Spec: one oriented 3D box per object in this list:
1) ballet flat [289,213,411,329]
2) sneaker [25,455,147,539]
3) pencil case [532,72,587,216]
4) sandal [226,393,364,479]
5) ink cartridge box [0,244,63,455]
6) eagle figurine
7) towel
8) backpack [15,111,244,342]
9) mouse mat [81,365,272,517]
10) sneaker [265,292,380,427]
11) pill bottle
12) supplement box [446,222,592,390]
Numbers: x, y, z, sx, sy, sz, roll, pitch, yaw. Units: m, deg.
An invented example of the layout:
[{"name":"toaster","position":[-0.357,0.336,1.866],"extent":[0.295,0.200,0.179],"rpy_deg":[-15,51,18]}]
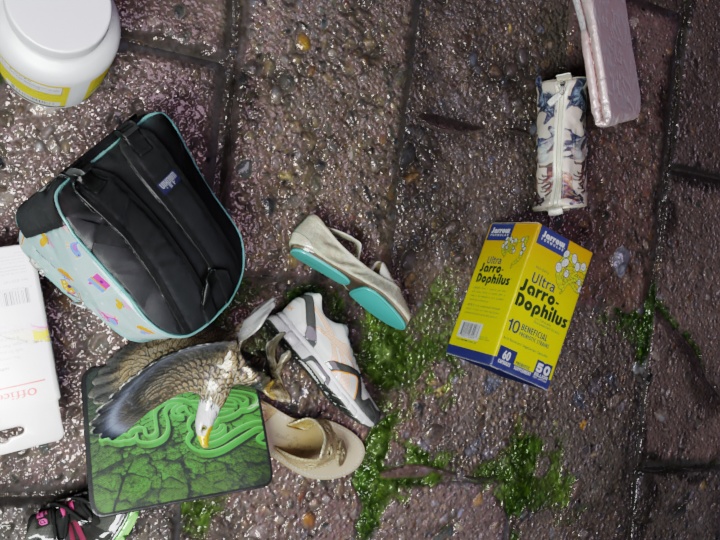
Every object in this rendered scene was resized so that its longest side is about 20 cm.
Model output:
[{"name":"ballet flat","position":[0.000,0.000,0.873],"extent":[0.200,0.067,0.063],"rpy_deg":[37,68,-24]},{"name":"sneaker","position":[-0.304,0.274,0.733],"extent":[0.084,0.077,0.200],"rpy_deg":[46,73,-25]},{"name":"pencil case","position":[0.288,-0.178,0.992],"extent":[0.089,0.077,0.202],"rpy_deg":[-5,96,-58]},{"name":"sandal","position":[-0.071,0.214,0.847],"extent":[0.211,0.069,0.078],"rpy_deg":[30,80,-25]},{"name":"ink cartridge box","position":[-0.372,0.080,0.691],"extent":[0.116,0.067,0.202],"rpy_deg":[-10,96,-25]},{"name":"eagle figurine","position":[-0.175,0.109,0.720],"extent":[0.198,0.152,0.152],"rpy_deg":[9,47,-20]},{"name":"towel","position":[0.361,-0.309,1.003],"extent":[0.199,0.032,0.193],"rpy_deg":[-24,104,-52]},{"name":"backpack","position":[-0.221,-0.028,0.696],"extent":[0.200,0.153,0.176],"rpy_deg":[52,43,-21]},{"name":"mouse mat","position":[-0.203,0.177,0.773],"extent":[0.198,0.008,0.162],"rpy_deg":[-2,65,-27]},{"name":"sneaker","position":[-0.028,0.113,0.860],"extent":[0.080,0.074,0.201],"rpy_deg":[-43,110,-19]},{"name":"pill bottle","position":[-0.284,-0.221,0.642],"extent":[0.110,0.200,0.112],"rpy_deg":[-2,94,-26]},{"name":"supplement box","position":[0.219,0.046,0.958],"extent":[0.108,0.109,0.202],"rpy_deg":[23,82,-25]}]
